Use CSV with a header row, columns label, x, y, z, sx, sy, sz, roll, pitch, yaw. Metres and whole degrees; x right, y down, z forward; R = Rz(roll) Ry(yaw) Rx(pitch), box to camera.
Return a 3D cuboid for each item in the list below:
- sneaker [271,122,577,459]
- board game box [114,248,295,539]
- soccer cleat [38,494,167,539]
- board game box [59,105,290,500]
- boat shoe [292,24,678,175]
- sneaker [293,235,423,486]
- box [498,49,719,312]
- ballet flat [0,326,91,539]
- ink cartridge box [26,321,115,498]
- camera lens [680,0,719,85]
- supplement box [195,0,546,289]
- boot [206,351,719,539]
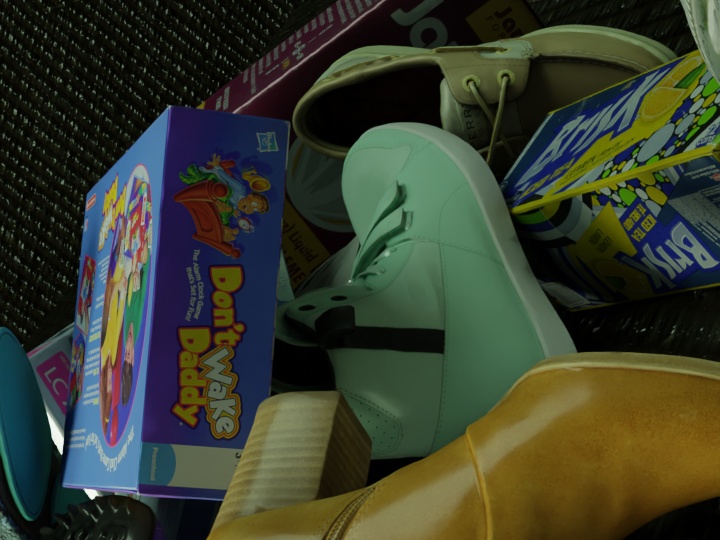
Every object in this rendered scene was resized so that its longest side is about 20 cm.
label,x,y,z,sx,sy,sz,roll,pitch,yaw
sneaker,0.000,0.000,0.704,0.200,0.118,0.074,-119,35,-49
board game box,-0.079,0.064,0.832,0.199,0.043,0.200,-110,31,-57
soccer cleat,-0.127,0.158,0.744,0.200,0.073,0.068,-40,21,40
board game box,-0.079,0.022,0.688,0.200,0.045,0.135,161,114,-72
boat shoe,0.058,-0.074,0.840,0.200,0.074,0.066,-1,21,33
sneaker,-0.008,0.056,0.841,0.115,0.076,0.201,-40,20,50
box,0.122,-0.036,0.676,0.070,0.064,0.200,-54,13,-17
ballet flat,-0.165,0.097,0.781,0.074,0.074,0.200,-58,-29,-33
ink cartridge box,-0.126,0.074,1.028,0.042,0.119,0.200,-27,6,28
camera lens,0.153,-0.124,0.472,0.160,0.160,0.200,-43,38,30
supplement box,0.015,-0.084,0.971,0.200,0.131,0.103,-37,15,8
boot,0.037,0.103,0.507,0.201,0.071,0.144,-6,55,26
